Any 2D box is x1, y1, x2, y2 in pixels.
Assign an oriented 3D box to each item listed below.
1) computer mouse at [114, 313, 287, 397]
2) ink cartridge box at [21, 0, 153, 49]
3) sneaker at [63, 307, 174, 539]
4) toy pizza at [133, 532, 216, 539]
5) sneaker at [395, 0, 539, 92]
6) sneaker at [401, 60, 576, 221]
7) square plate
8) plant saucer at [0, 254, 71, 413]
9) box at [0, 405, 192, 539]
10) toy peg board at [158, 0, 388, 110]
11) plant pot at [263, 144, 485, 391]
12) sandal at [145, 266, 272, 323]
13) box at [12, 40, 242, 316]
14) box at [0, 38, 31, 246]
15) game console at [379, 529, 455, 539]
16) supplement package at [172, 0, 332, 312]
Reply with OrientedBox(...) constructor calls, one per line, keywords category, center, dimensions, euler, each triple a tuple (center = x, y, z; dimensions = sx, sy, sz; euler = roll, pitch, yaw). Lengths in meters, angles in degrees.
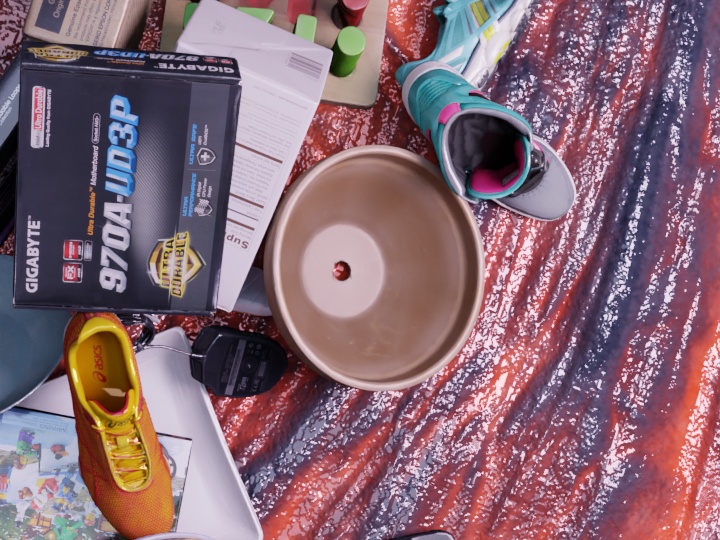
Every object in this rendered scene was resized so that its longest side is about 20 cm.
OrientedBox(category="computer mouse", center=(-0.150, 0.067, 1.151), dimensions=(0.198, 0.034, 0.059), euler=(14, 101, -32))
OrientedBox(category="ink cartridge box", center=(-0.209, -0.235, 1.112), dimensions=(0.074, 0.200, 0.167), euler=(16, 83, -6))
OrientedBox(category="sneaker", center=(-0.194, 0.129, 1.072), dimensions=(0.072, 0.077, 0.203), euler=(-18, 105, -10))
OrientedBox(category="toy pizza", center=(-0.177, 0.297, 1.096), dimensions=(0.198, 0.032, 0.202), euler=(-20, 130, -26))
OrientedBox(category="sneaker", center=(0.107, -0.228, 1.220), dimensions=(0.079, 0.078, 0.201), euler=(35, 82, 5))
OrientedBox(category="sneaker", center=(0.125, -0.090, 1.157), dimensions=(0.199, 0.121, 0.084), euler=(35, 106, -26))
OrientedBox(category="square plate", center=(-0.208, 0.177, 1.167), dimensions=(0.198, 0.028, 0.200), euler=(-22, 89, -9))
OrientedBox(category="plant saucer", center=(-0.332, 0.066, 1.114), dimensions=(0.198, 0.039, 0.203), euler=(-1, 43, 1))
OrientedBox(category="box", center=(-0.248, 0.189, 1.127), dimensions=(0.197, 0.038, 0.139), euler=(11, 84, -6))
OrientedBox(category="toy peg board", center=(-0.066, -0.261, 1.186), dimensions=(0.197, 0.098, 0.202), euler=(8, 85, -7))
OrientedBox(category="plant pot", center=(0.000, 0.000, 1.163), dimensions=(0.198, 0.092, 0.204), euler=(2, 86, -26))
OrientedBox(category="sandal", center=(-0.165, 0.016, 1.164), dimensions=(0.204, 0.080, 0.060), euler=(19, 119, -19))
OrientedBox(category="box", center=(-0.176, -0.065, 1.015), dimensions=(0.157, 0.046, 0.202), euler=(3, 120, -14))
OrientedBox(category="box", center=(-0.280, -0.093, 1.091), dimensions=(0.036, 0.200, 0.144), euler=(32, 83, 0))
OrientedBox(category="game console", center=(0.008, 0.323, 1.138), dimensions=(0.197, 0.119, 0.175), euler=(-10, 87, -9))
OrientedBox(category="supplement package", center=(-0.116, -0.094, 1.109), dimensions=(0.118, 0.122, 0.202), euler=(22, 118, -7))
